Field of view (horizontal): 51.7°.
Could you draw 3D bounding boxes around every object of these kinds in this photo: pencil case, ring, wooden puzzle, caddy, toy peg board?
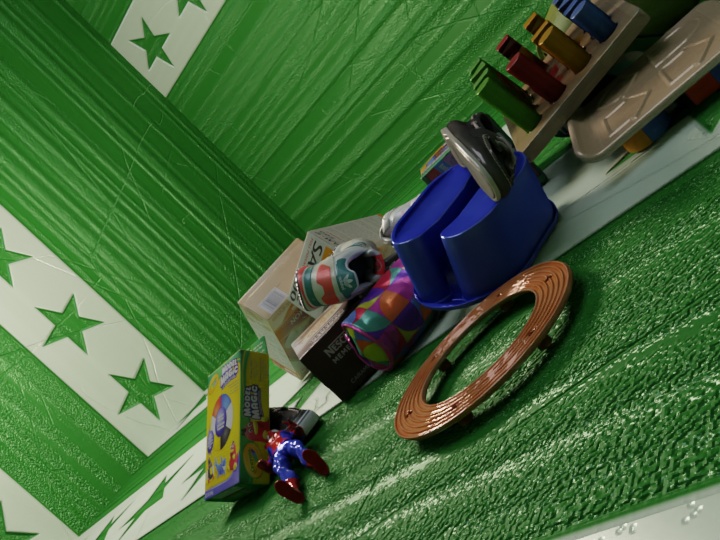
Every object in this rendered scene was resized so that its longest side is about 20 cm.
[{"bbox_3d":[0.061,0.027,0.899,0.200,0.088,0.088,-49,7,-27],"label":"pencil case"},{"bbox_3d":[0.104,0.069,0.628,0.200,0.019,0.200,-46,6,6],"label":"ring"},{"bbox_3d":[0.313,-0.192,0.774,0.200,0.046,0.185,-38,14,25],"label":"wooden puzzle"},{"bbox_3d":[0.127,-0.038,0.800,0.141,0.105,0.200,-4,36,44],"label":"caddy"},{"bbox_3d":[0.221,-0.264,0.904,0.199,0.098,0.200,-53,13,24],"label":"toy peg board"}]

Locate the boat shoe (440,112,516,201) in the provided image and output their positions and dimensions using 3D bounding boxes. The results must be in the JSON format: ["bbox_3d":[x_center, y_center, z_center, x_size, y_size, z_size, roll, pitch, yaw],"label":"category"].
[{"bbox_3d":[0.127,-0.127,0.757,0.057,0.067,0.200,-33,20,8],"label":"boat shoe"}]

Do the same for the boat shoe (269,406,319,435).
[{"bbox_3d":[-0.120,0.215,1.005,0.069,0.057,0.200,-50,8,-33],"label":"boat shoe"}]

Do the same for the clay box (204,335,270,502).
[{"bbox_3d":[-0.164,0.193,0.983,0.115,0.048,0.200,-39,47,47],"label":"clay box"}]

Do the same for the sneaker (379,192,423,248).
[{"bbox_3d":[0.080,-0.064,1.070,0.099,0.078,0.200,-15,-14,15],"label":"sneaker"}]

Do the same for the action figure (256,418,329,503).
[{"bbox_3d":[-0.083,0.206,0.838,0.065,0.052,0.200,-52,8,-11],"label":"action figure"}]

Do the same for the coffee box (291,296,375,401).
[{"bbox_3d":[-0.024,0.097,1.015,0.114,0.080,0.200,-46,6,-7],"label":"coffee box"}]

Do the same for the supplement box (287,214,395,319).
[{"bbox_3d":[-0.015,-0.010,1.193,0.200,0.074,0.126,-18,-46,-54],"label":"supplement box"}]

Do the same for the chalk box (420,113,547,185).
[{"bbox_3d":[0.167,-0.134,1.033,0.124,0.125,0.200,-44,5,13],"label":"chalk box"}]

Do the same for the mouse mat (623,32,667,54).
[{"bbox_3d":[0.326,-0.271,1.023,0.161,0.008,0.200,-12,-9,-27],"label":"mouse mat"}]

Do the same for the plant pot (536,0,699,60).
[{"bbox_3d":[0.353,-0.371,1.071,0.200,0.187,0.187,-49,6,-7],"label":"plant pot"}]

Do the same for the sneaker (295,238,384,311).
[{"bbox_3d":[0.000,0.000,0.955,0.093,0.070,0.200,-11,9,27],"label":"sneaker"}]

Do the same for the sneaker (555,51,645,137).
[{"bbox_3d":[0.290,-0.212,0.963,0.080,0.071,0.200,-44,6,-22],"label":"sneaker"}]

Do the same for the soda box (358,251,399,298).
[{"bbox_3d":[0.048,0.021,1.066,0.063,0.071,0.200,-49,6,-22],"label":"soda box"}]

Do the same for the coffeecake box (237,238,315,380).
[{"bbox_3d":[-0.105,0.070,1.271,0.154,0.073,0.200,-50,-32,-22],"label":"coffeecake box"}]
